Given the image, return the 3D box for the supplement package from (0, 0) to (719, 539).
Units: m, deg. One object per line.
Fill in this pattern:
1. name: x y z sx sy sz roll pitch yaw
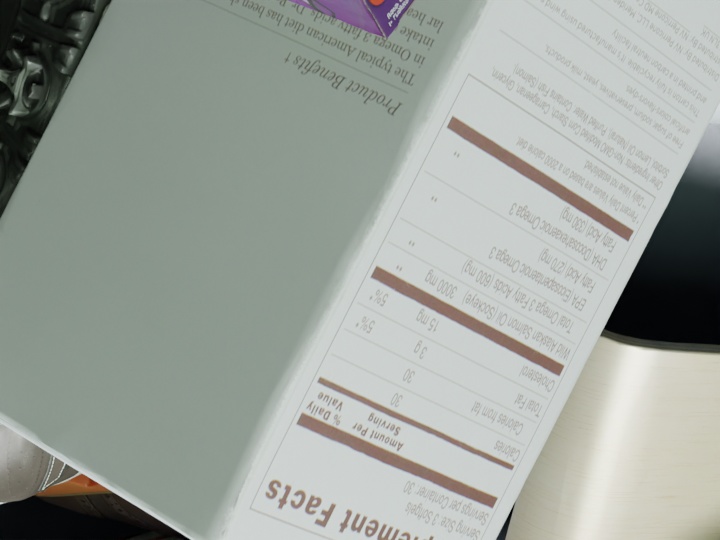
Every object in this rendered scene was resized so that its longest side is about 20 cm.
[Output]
1. supplement package: -0.002 -0.024 0.755 0.117 0.117 0.200 27 90 -53

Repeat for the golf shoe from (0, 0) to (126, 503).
1. golf shoe: -0.089 -0.022 0.814 0.094 0.078 0.200 2 120 -40

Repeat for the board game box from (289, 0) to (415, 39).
1. board game box: -0.039 -0.138 0.722 0.120 0.200 0.032 -57 145 -14

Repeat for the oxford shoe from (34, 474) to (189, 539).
1. oxford shoe: -0.035 0.054 0.875 0.200 0.071 0.073 8 165 42

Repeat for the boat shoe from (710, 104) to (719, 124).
1. boat shoe: 0.092 -0.139 0.800 0.086 0.075 0.202 7 117 -3

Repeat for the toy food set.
1. toy food set: 0.134 0.073 0.925 0.200 0.060 0.144 3 120 -17

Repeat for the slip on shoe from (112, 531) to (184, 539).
1. slip on shoe: -0.075 0.118 0.956 0.200 0.061 0.074 -11 106 10
